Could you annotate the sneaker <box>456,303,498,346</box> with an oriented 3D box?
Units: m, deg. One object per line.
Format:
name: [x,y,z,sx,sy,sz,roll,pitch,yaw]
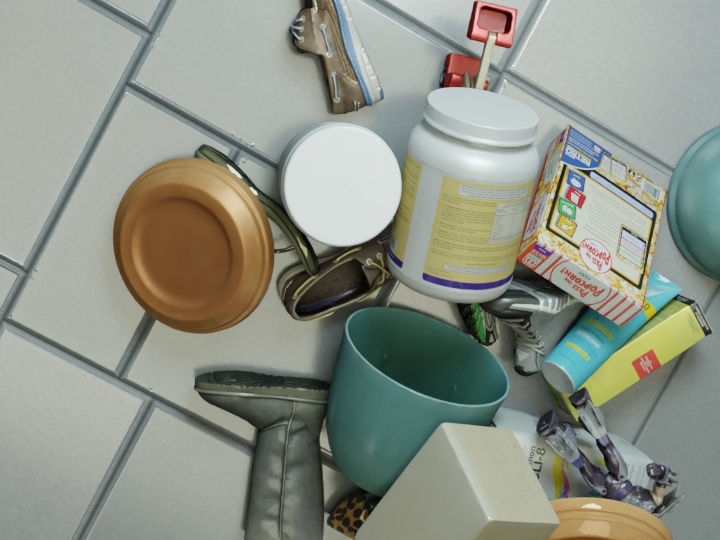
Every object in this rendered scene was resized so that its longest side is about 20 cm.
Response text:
sneaker: [0.158,-0.010,1.586,0.084,0.078,0.203,1,96,-9]

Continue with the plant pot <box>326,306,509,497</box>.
plant pot: [0.051,0.164,1.536,0.198,0.201,0.162,17,113,-9]

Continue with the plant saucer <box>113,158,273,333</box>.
plant saucer: [-0.194,-0.024,1.506,0.198,0.037,0.203,5,104,18]

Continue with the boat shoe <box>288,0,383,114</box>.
boat shoe: [-0.043,-0.274,1.532,0.072,0.072,0.202,-25,99,-3]

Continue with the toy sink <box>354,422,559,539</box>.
toy sink: [0.103,0.283,1.449,0.111,0.131,0.201,10,127,-35]

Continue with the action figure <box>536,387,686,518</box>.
action figure: [0.277,0.233,1.485,0.130,0.069,0.201,-37,96,4]

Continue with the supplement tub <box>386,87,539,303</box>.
supplement tub: [0.113,-0.082,1.449,0.144,0.146,0.202,7,115,-8]

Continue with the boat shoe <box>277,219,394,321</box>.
boat shoe: [0.000,0.000,1.565,0.198,0.060,0.072,-24,120,-4]

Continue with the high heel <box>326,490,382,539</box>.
high heel: [0.045,0.357,1.621,0.141,0.071,0.202,-14,96,1]

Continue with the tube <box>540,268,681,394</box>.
tube: [0.295,0.064,1.593,0.077,0.051,0.200,39,64,17]

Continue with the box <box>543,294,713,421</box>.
box: [0.324,0.103,1.624,0.199,0.075,0.050,-32,100,-4]

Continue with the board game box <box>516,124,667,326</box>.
board game box: [0.272,-0.055,1.551,0.151,0.046,0.201,32,48,-10]

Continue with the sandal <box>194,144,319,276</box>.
sandal: [-0.122,-0.062,1.537,0.201,0.080,0.057,43,91,7]

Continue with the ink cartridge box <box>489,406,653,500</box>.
ink cartridge box: [0.218,0.257,1.590,0.198,0.145,0.147,13,95,-8]

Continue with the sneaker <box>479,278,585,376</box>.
sneaker: [0.195,0.072,1.564,0.199,0.075,0.117,0,111,-49]

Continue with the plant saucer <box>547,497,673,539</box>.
plant saucer: [0.248,0.321,1.484,0.198,0.038,0.201,3,137,3]

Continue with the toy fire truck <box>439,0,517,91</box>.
toy fire truck: [0.123,-0.200,1.528,0.048,0.141,0.202,10,95,-9]

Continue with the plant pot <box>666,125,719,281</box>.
plant pot: [0.483,-0.077,1.595,0.198,0.134,0.203,-1,96,-7]

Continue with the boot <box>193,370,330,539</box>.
boot: [-0.120,0.227,1.586,0.180,0.073,0.202,8,102,-7]

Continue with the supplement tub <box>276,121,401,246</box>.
supplement tub: [-0.027,-0.099,1.486,0.130,0.200,0.134,-1,97,-4]
